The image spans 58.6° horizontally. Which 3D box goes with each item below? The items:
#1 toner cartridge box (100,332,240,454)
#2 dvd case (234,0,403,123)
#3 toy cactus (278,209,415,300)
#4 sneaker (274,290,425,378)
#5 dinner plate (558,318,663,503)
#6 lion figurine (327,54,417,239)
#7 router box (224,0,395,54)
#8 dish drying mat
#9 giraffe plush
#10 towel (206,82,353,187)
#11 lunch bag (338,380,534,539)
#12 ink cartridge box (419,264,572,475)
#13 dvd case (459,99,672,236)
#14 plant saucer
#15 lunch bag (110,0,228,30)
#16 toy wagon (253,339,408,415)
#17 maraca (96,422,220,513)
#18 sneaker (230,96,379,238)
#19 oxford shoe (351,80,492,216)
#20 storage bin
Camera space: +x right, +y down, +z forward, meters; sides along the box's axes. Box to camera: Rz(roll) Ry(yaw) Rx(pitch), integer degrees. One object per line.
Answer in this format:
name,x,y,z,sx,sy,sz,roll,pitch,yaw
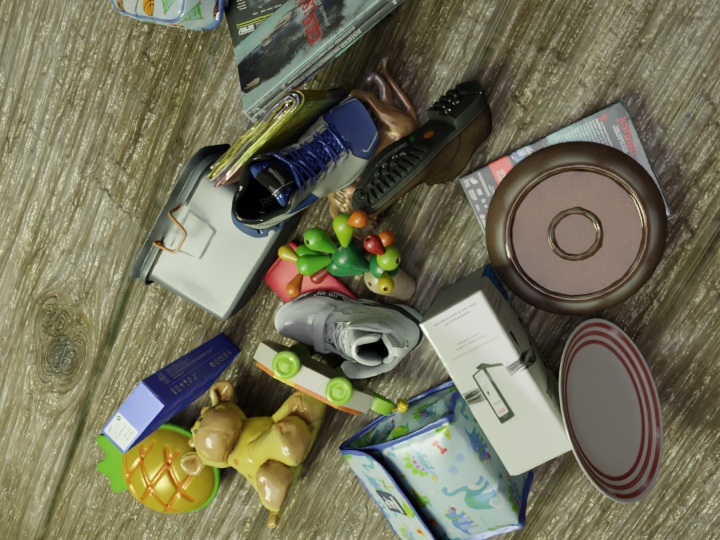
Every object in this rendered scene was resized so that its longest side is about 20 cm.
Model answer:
toner cartridge box,-0.240,0.153,0.840,0.043,0.200,0.095,45,108,3
dvd case,-0.052,-0.260,0.681,0.200,0.146,0.022,-33,135,18
toy cactus,0.000,0.000,0.775,0.200,0.165,0.103,-12,58,50
sneaker,-0.024,0.076,0.792,0.199,0.115,0.076,5,102,13
dinner plate,0.278,0.154,0.719,0.024,0.200,0.201,-24,95,47
lion figurine,0.015,-0.145,0.780,0.122,0.072,0.200,37,104,-3
router box,-0.072,-0.354,0.762,0.199,0.062,0.151,-11,99,17
dish drying mat,-0.039,0.052,0.861,0.200,0.018,0.077,42,108,3
giraffe plush,-0.150,0.225,0.855,0.161,0.173,0.200,23,139,4
towel,-0.083,-0.159,0.726,0.143,0.200,0.023,-39,93,25
lunch bag,0.089,0.259,0.820,0.200,0.127,0.170,-31,97,32
ink cartridge box,0.163,0.110,0.751,0.084,0.146,0.201,-31,93,18
dvd case,0.236,-0.086,0.749,0.199,0.022,0.147,-25,94,19
plant saucer,0.241,-0.043,0.722,0.199,0.032,0.201,3,102,13
lunch bag,-0.227,-0.373,0.752,0.199,0.075,0.161,25,117,37
toy wagon,-0.036,0.140,0.804,0.199,0.155,0.040,26,87,2
maraca,-0.295,0.282,0.930,0.199,0.107,0.138,7,100,14
sneaker,-0.063,-0.106,0.697,0.199,0.115,0.081,-39,94,1
oxford shoe,0.078,-0.121,0.743,0.200,0.073,0.084,-39,130,-1
storage bin,-0.179,-0.039,0.816,0.134,0.146,0.200,34,108,2
